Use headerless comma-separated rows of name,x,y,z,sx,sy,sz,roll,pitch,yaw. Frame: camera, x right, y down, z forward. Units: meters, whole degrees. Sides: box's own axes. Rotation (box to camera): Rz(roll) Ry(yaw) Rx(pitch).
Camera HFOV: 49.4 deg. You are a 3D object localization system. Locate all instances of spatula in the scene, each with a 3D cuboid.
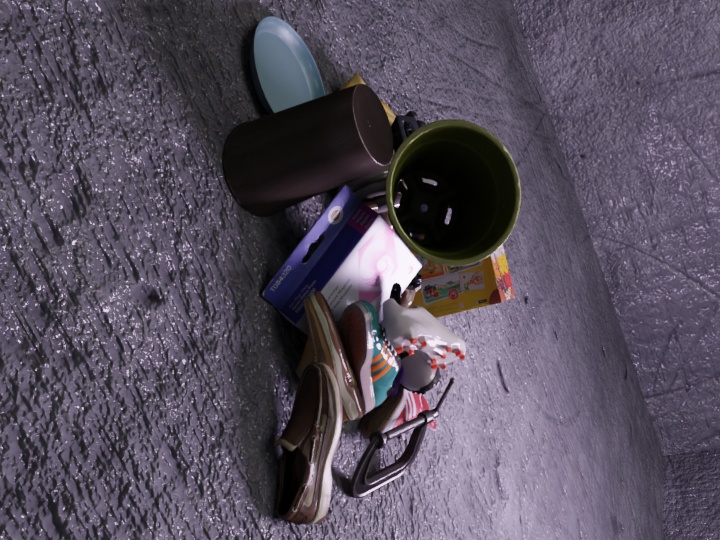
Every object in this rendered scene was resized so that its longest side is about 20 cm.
spatula,0.047,0.106,1.194,0.020,0.056,0.204,-22,131,-34

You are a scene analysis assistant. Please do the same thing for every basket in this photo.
basket,-0.064,-0.172,1.091,0.139,0.196,0.180,68,28,-12

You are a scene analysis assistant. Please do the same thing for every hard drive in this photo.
hard drive,0.094,-0.162,1.376,0.135,0.041,0.205,136,-59,-83

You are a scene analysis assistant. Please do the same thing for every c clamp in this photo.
c clamp,0.057,0.257,1.187,0.198,0.027,0.174,-17,132,-49

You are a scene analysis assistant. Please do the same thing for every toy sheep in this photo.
toy sheep,0.017,-0.150,1.315,0.137,0.136,0.205,0,76,-62

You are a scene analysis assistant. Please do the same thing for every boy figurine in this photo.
boy figurine,0.032,-0.305,1.461,0.198,0.065,0.125,26,24,-43

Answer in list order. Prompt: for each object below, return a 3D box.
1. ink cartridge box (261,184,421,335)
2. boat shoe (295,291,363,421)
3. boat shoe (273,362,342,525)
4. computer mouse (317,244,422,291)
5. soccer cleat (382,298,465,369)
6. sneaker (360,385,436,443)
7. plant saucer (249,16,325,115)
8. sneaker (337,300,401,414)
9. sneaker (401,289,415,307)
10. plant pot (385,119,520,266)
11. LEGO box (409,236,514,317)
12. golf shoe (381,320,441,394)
ink cartridge box,-0.019,0.014,1.132,0.198,0.043,0.200,-53,136,-6
boat shoe,-0.056,0.129,1.087,0.072,0.074,0.204,-96,170,-70
boat shoe,-0.072,0.220,1.005,0.074,0.074,0.207,14,72,-42
computer mouse,0.000,0.000,1.246,0.198,0.137,0.054,7,109,-55
soccer cleat,0.098,0.093,1.158,0.199,0.069,0.079,27,39,-53
sneaker,0.066,0.247,1.270,0.114,0.070,0.200,64,27,-14
plant saucer,-0.117,-0.298,1.238,0.200,0.027,0.204,37,47,-51
sneaker,0.017,0.117,1.146,0.079,0.071,0.203,-27,135,-29
sneaker,0.048,-0.023,1.388,0.075,0.070,0.204,31,43,-39
plant pot,0.114,-0.105,1.177,0.190,0.196,0.205,170,-95,-80
LEGO box,0.166,0.003,1.441,0.077,0.196,0.153,-7,83,-61
golf shoe,0.056,0.110,1.250,0.201,0.077,0.095,54,-1,39
